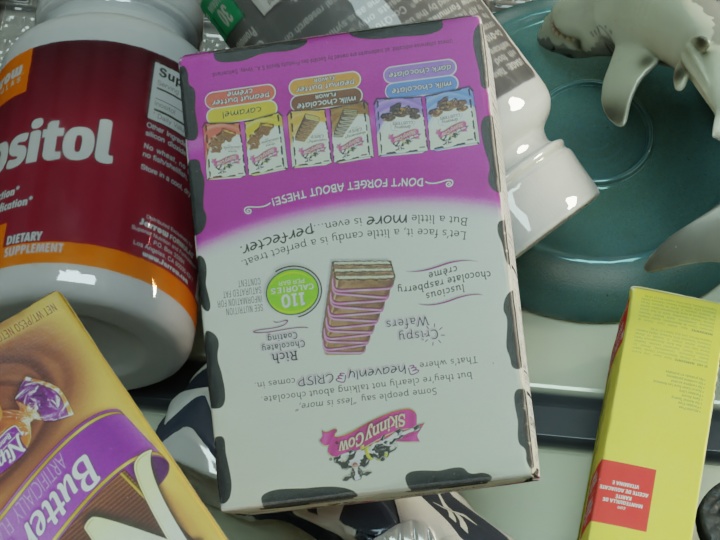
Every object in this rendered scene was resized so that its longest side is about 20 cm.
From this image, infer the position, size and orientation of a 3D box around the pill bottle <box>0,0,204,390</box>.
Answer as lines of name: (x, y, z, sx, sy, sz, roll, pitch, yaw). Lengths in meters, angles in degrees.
pill bottle: (-0.128, -0.051, 1.026, 0.113, 0.113, 0.200, 4, 61, 0)

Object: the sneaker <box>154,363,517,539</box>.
sneaker: (0.014, 0.073, 0.982, 0.199, 0.080, 0.130, 20, 71, 20)

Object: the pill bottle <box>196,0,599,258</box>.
pill bottle: (0.019, -0.089, 1.006, 0.113, 0.113, 0.200, -35, 86, -19)

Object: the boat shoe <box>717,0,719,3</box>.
boat shoe: (0.239, -0.064, 1.065, 0.072, 0.062, 0.200, -3, 63, -41)

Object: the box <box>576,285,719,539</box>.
box: (0.128, 0.112, 0.970, 0.050, 0.075, 0.200, 13, 63, 5)

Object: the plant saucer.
plant saucer: (0.120, -0.067, 1.094, 0.199, 0.027, 0.201, 1, 61, -1)

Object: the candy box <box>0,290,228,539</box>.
candy box: (-0.122, 0.119, 0.861, 0.117, 0.057, 0.200, -30, 68, -18)

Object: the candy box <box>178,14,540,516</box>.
candy box: (0.000, 0.000, 0.911, 0.136, 0.061, 0.201, -7, 81, 8)

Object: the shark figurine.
shark figurine: (0.177, -0.089, 1.021, 0.089, 0.128, 0.215, 14, 37, -36)

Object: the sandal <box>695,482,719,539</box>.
sandal: (0.248, 0.136, 0.983, 0.200, 0.048, 0.076, 6, 59, -14)
